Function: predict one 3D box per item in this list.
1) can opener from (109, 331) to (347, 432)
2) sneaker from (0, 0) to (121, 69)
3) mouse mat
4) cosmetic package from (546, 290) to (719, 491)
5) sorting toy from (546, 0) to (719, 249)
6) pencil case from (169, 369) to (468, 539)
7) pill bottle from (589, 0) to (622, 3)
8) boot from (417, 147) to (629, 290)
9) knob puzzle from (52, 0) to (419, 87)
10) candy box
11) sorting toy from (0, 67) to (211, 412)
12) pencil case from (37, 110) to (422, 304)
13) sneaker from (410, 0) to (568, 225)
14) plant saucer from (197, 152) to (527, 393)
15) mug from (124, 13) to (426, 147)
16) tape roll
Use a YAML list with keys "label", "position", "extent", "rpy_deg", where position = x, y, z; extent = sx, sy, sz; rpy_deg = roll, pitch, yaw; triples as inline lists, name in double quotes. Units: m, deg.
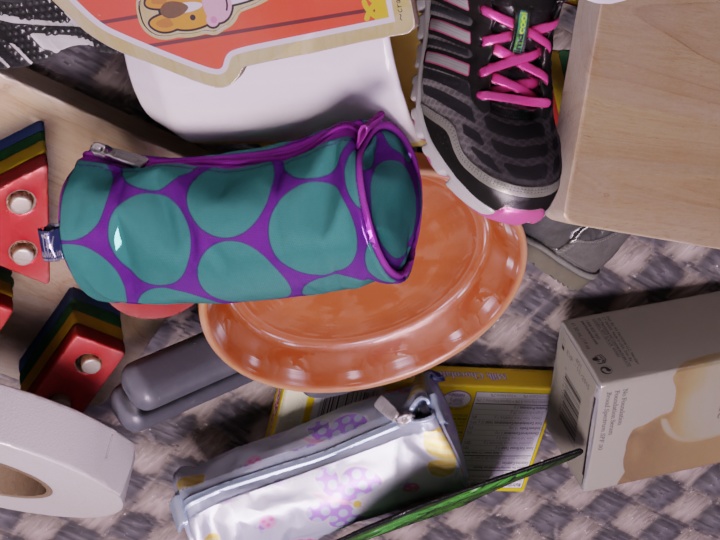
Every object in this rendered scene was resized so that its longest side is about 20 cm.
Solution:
- label: "can opener"
  position: [-0.061, 0.062, 1.173]
  extent: [0.199, 0.067, 0.053]
  rpy_deg: [-23, 158, -37]
- label: "sneaker"
  position: [-0.164, -0.158, 0.977]
  extent: [0.199, 0.081, 0.074]
  rpy_deg: [4, 150, 33]
- label: "mouse mat"
  position: [0.043, 0.166, 1.265]
  extent: [0.160, 0.008, 0.200]
  rpy_deg: [-14, 167, -32]
- label: "cosmetic package"
  position: [0.235, 0.076, 1.279]
  extent: [0.198, 0.071, 0.106]
  rpy_deg: [-11, 131, -15]
- label: "sorting toy"
  position: [0.178, -0.118, 1.033]
  extent: [0.199, 0.069, 0.201]
  rpy_deg: [8, 94, -38]
- label: "pencil case"
  position: [-0.025, 0.137, 1.236]
  extent: [0.199, 0.084, 0.091]
  rpy_deg: [-22, 169, 7]
- label: "pill bottle"
  position: [0.066, -0.208, 0.851]
  extent: [0.112, 0.200, 0.113]
  rpy_deg: [-24, 139, -23]
- label: "boot"
  position: [0.157, -0.091, 1.140]
  extent: [0.181, 0.073, 0.200]
  rpy_deg: [26, 124, -40]
- label: "knob puzzle"
  position: [-0.087, -0.180, 0.854]
  extent: [0.217, 0.030, 0.222]
  rpy_deg: [5, 110, 12]
- label: "candy box"
  position: [0.034, 0.110, 1.303]
  extent: [0.198, 0.027, 0.103]
  rpy_deg: [4, 129, -16]
- label: "sorting toy"
  position: [-0.193, -0.004, 1.116]
  extent: [0.199, 0.070, 0.199]
  rpy_deg: [23, 120, -28]
- label: "pencil case"
  position: [-0.066, -0.031, 0.979]
  extent: [0.198, 0.085, 0.093]
  rpy_deg: [-4, 116, 26]
- label: "sneaker"
  position: [0.072, -0.123, 0.947]
  extent: [0.073, 0.202, 0.088]
  rpy_deg: [7, 150, -21]
- label: "plant saucer"
  position: [0.000, 0.000, 1.100]
  extent: [0.198, 0.033, 0.201]
  rpy_deg: [-10, 141, -8]
- label: "mug"
  position: [-0.042, -0.118, 1.018]
  extent: [0.152, 0.150, 0.188]
  rpy_deg: [-7, 120, 12]
- label: "tape roll"
  position: [-0.239, 0.109, 1.156]
  extent: [0.201, 0.037, 0.203]
  rpy_deg: [12, 160, 4]
